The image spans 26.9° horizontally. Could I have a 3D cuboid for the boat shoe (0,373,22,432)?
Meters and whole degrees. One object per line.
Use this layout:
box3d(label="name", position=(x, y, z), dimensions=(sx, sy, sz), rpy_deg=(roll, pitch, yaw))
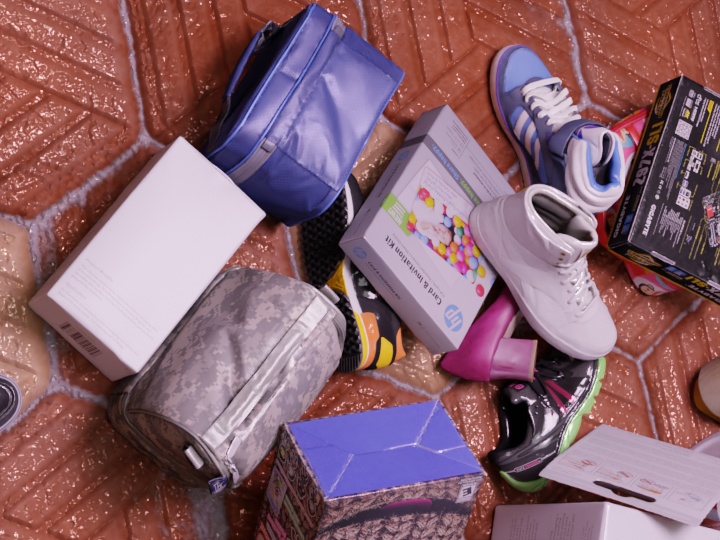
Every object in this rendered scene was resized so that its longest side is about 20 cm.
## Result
box3d(label="boat shoe", position=(-0.381, 0.126, 1.273), dimensions=(0.200, 0.066, 0.070), rpy_deg=(-7, 85, -26))

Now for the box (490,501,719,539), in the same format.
box3d(label="box", position=(0.236, 0.293, 1.463), dimensions=(0.152, 0.200, 0.107), rpy_deg=(16, 74, -22))

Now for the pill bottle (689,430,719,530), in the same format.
box3d(label="pill bottle", position=(0.425, 0.275, 1.605), dimensions=(0.112, 0.112, 0.200), rpy_deg=(-35, 97, -26))

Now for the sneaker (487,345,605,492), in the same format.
box3d(label="sneaker", position=(0.189, 0.125, 1.538), dimensions=(0.084, 0.077, 0.200), rpy_deg=(30, 68, -19))

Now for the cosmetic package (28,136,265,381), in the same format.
box3d(label="cosmetic package", position=(-0.194, -0.012, 1.377), dimensions=(0.113, 0.081, 0.200), rpy_deg=(44, 66, -13))

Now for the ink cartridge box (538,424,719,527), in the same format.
box3d(label="ink cartridge box", position=(0.277, 0.214, 1.473), dimensions=(0.200, 0.160, 0.047), rpy_deg=(-20, 122, -61))

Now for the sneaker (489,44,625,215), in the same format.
box3d(label="sneaker", position=(0.215, -0.153, 1.554), dimensions=(0.080, 0.146, 0.200), rpy_deg=(-15, 89, -26))

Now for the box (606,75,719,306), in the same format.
box3d(label="box", position=(0.361, -0.082, 1.581), dimensions=(0.159, 0.049, 0.200), rpy_deg=(25, 74, -18))

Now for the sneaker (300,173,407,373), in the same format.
box3d(label="sneaker", position=(0.000, 0.000, 1.482), dimensions=(0.090, 0.070, 0.201), rpy_deg=(1, 79, -44))

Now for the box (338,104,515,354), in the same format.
box3d(label="box", position=(0.078, -0.043, 1.491), dimensions=(0.156, 0.041, 0.200), rpy_deg=(50, 51, -22))

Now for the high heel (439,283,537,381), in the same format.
box3d(label="high heel", position=(0.140, 0.020, 1.548), dimensions=(0.096, 0.067, 0.200), rpy_deg=(6, 60, 9))

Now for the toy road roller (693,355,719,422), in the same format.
box3d(label="toy road roller", position=(0.477, 0.112, 1.656), dimensions=(0.200, 0.123, 0.146), rpy_deg=(26, 57, -20))

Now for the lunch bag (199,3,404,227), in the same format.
box3d(label="lunch bag", position=(-0.062, -0.158, 1.430), dimensions=(0.132, 0.136, 0.200), rpy_deg=(34, 69, -17))

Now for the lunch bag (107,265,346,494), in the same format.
box3d(label="lunch bag", position=(-0.113, 0.098, 1.348), dimensions=(0.139, 0.168, 0.200), rpy_deg=(44, 67, -13))

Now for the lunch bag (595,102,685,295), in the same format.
box3d(label="lunch bag", position=(0.329, -0.078, 1.638), dimensions=(0.176, 0.082, 0.200), rpy_deg=(-26, 92, -22))

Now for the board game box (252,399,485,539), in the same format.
box3d(label="board game box", position=(0.000, 0.229, 1.357), dimensions=(0.159, 0.200, 0.097), rpy_deg=(-6, 42, -26))

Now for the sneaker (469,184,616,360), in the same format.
box3d(label="sneaker", position=(0.201, 0.003, 1.465), dimensions=(0.200, 0.116, 0.074), rpy_deg=(48, 62, -11))
